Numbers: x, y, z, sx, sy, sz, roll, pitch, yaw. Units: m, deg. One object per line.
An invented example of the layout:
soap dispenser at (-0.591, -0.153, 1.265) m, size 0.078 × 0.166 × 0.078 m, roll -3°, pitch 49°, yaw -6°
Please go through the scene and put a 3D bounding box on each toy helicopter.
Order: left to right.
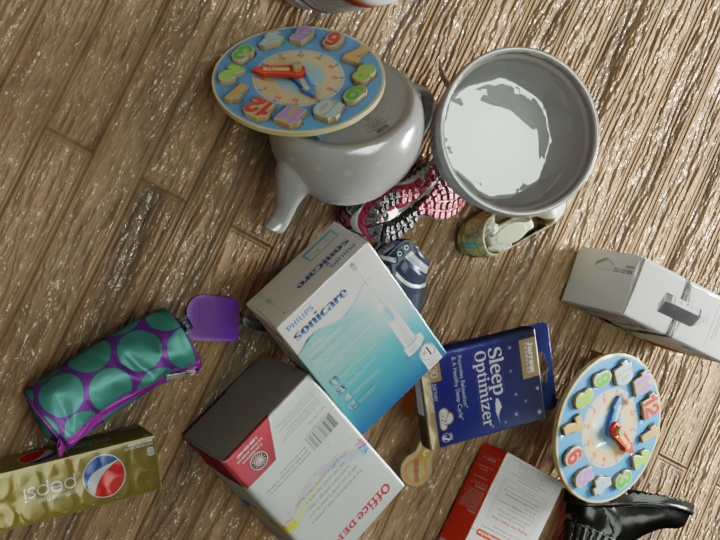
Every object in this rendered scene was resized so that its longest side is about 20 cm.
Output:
toy helicopter at (0.096, 0.181, 1.742) m, size 0.132 × 0.079 × 0.201 m, roll 30°, pitch 85°, yaw -25°

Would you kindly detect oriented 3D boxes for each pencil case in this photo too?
pencil case at (-0.277, 0.123, 1.537) m, size 0.200 × 0.092 × 0.085 m, roll -32°, pitch 152°, yaw -19°

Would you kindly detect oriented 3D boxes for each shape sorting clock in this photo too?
shape sorting clock at (-0.071, -0.221, 1.553) m, size 0.199 × 0.200 × 0.039 m, roll -29°, pitch 143°, yaw -21°
shape sorting clock at (0.329, 0.208, 1.792) m, size 0.199 × 0.039 × 0.201 m, roll -7°, pitch 100°, yaw -40°

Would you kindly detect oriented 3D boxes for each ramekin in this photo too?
ramekin at (0.177, -0.162, 1.636) m, size 0.199 × 0.105 × 0.201 m, roll 0°, pitch 90°, yaw -11°

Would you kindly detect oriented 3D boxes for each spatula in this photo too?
spatula at (-0.117, 0.068, 1.648) m, size 0.199 × 0.021 × 0.057 m, roll 11°, pitch 69°, yaw -32°

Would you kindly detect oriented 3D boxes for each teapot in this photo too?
teapot at (-0.013, -0.149, 1.610) m, size 0.199 × 0.198 × 0.146 m, roll 0°, pitch 139°, yaw 4°

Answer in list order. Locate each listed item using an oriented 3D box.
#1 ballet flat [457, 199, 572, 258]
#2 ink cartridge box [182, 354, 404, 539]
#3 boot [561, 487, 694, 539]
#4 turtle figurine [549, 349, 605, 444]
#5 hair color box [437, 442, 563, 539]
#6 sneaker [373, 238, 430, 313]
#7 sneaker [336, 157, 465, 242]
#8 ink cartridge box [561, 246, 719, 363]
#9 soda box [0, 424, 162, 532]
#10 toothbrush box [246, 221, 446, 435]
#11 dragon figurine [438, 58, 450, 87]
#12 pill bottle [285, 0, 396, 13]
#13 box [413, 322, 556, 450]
ballet flat at (0.218, -0.071, 1.778) m, size 0.199 × 0.071 × 0.071 m, roll -28°, pitch 108°, yaw -22°
ink cartridge box at (-0.080, 0.228, 1.618) m, size 0.145 × 0.144 × 0.200 m, roll -45°, pitch 113°, yaw -16°
boot at (0.364, 0.386, 1.896) m, size 0.210 × 0.079 × 0.159 m, roll 6°, pitch 86°, yaw -17°
turtle figurine at (0.325, 0.199, 1.866) m, size 0.200 × 0.064 × 0.162 m, roll 26°, pitch 79°, yaw -40°
hair color box at (0.175, 0.346, 1.808) m, size 0.111 × 0.064 × 0.201 m, roll 31°, pitch 81°, yaw -28°
sneaker at (0.000, 0.000, 1.673) m, size 0.199 × 0.070 × 0.109 m, roll 16°, pitch 92°, yaw -33°
sneaker at (0.059, -0.098, 1.695) m, size 0.199 × 0.075 × 0.081 m, roll -22°, pitch 115°, yaw -37°
ink cartridge box at (0.396, 0.046, 1.838) m, size 0.199 × 0.144 × 0.084 m, roll 25°, pitch 85°, yaw -27°
soda box at (-0.331, 0.235, 1.537) m, size 0.199 × 0.064 × 0.068 m, roll -12°, pitch 101°, yaw -25°
toothbrush box at (-0.014, 0.069, 1.588) m, size 0.146 × 0.085 × 0.200 m, roll -44°, pitch 126°, yaw -10°
dragon figurine at (0.164, -0.188, 1.740) m, size 0.199 × 0.099 × 0.059 m, roll 31°, pitch 83°, yaw -7°
pill bottle at (-0.021, -0.350, 1.548) m, size 0.109 × 0.200 × 0.110 m, roll -3°, pitch 97°, yaw -26°
box at (0.163, 0.142, 1.706) m, size 0.199 × 0.032 × 0.122 m, roll -13°, pitch 101°, yaw -23°
